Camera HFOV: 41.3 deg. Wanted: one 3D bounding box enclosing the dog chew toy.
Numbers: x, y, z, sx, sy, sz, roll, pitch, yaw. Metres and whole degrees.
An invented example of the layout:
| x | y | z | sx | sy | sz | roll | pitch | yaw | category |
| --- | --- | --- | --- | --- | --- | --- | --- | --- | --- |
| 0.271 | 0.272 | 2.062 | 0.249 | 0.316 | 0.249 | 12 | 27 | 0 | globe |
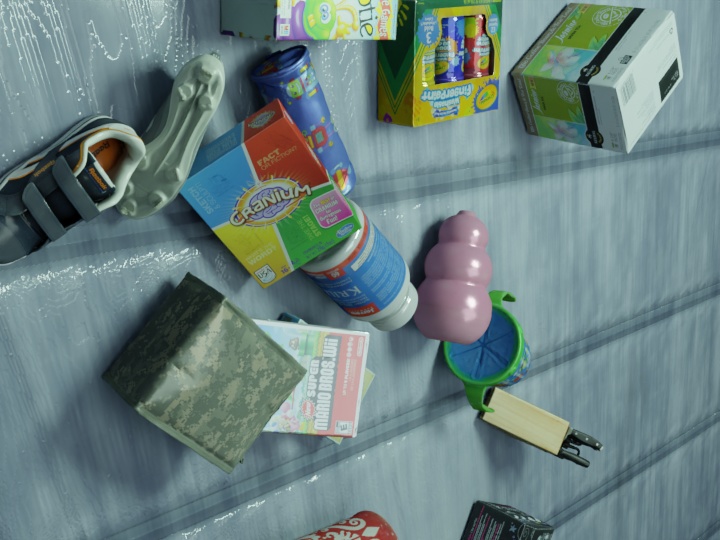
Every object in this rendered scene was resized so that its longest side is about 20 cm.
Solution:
| x | y | z | sx | sy | sz | roll | pitch | yaw | category |
| --- | --- | --- | --- | --- | --- | --- | --- | --- | --- |
| 0.149 | 0.009 | 1.468 | 0.124 | 0.123 | 0.203 | 14 | 84 | -49 | dog chew toy |

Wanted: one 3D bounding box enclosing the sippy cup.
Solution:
| x | y | z | sx | sy | sz | roll | pitch | yaw | category |
| --- | --- | --- | --- | --- | --- | --- | --- | --- | --- |
| 0.222 | 0.135 | 1.588 | 0.178 | 0.140 | 0.130 | -47 | 150 | 7 | sippy cup |

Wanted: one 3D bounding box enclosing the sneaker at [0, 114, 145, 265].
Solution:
| x | y | z | sx | sy | sz | roll | pitch | yaw | category |
| --- | --- | --- | --- | --- | --- | --- | --- | --- | --- |
| -0.302 | -0.081 | 0.963 | 0.201 | 0.079 | 0.079 | -51 | 135 | -21 | sneaker |

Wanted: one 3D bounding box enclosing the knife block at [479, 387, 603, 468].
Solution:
| x | y | z | sx | sy | sz | roll | pitch | yaw | category |
| --- | --- | --- | --- | --- | --- | --- | --- | --- | --- |
| 0.332 | 0.288 | 1.717 | 0.199 | 0.174 | 0.065 | 35 | 77 | -47 | knife block |

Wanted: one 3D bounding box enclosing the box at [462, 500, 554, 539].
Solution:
| x | y | z | sx | sy | sz | roll | pitch | yaw | category |
| --- | --- | --- | --- | --- | --- | --- | --- | --- | --- |
| 0.254 | 0.543 | 1.763 | 0.132 | 0.114 | 0.203 | 24 | 86 | -50 | box |

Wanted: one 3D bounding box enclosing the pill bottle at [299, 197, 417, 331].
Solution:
| x | y | z | sx | sy | sz | roll | pitch | yaw | category |
| --- | --- | --- | --- | --- | --- | --- | --- | --- | --- |
| 0.000 | 0.000 | 1.298 | 0.200 | 0.111 | 0.113 | 46 | 69 | -44 | pill bottle |

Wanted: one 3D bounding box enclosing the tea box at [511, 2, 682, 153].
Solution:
| x | y | z | sx | sy | sz | roll | pitch | yaw | category |
| --- | --- | --- | --- | --- | --- | --- | --- | --- | --- |
| 0.387 | -0.318 | 1.555 | 0.200 | 0.195 | 0.134 | -50 | 135 | -25 | tea box |

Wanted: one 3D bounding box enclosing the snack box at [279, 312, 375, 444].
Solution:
| x | y | z | sx | sy | sz | roll | pitch | yaw | category |
| --- | --- | --- | --- | --- | --- | --- | --- | --- | --- |
| -0.066 | 0.154 | 1.334 | 0.200 | 0.037 | 0.117 | 41 | 73 | -46 | snack box |

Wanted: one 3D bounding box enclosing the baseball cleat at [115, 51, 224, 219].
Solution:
| x | y | z | sx | sy | sz | roll | pitch | yaw | category |
| --- | --- | --- | --- | --- | --- | --- | --- | --- | --- |
| -0.202 | -0.148 | 1.056 | 0.069 | 0.107 | 0.201 | 34 | 106 | -12 | baseball cleat |

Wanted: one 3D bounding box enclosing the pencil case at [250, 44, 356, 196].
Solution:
| x | y | z | sx | sy | sz | roll | pitch | yaw | category |
| --- | --- | --- | --- | --- | --- | --- | --- | --- | --- |
| -0.069 | -0.178 | 1.187 | 0.077 | 0.087 | 0.202 | -28 | 125 | -10 | pencil case |

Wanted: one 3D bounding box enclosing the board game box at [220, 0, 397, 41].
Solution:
| x | y | z | sx | sy | sz | roll | pitch | yaw | category |
| --- | --- | --- | --- | --- | --- | --- | --- | --- | --- |
| -0.057 | -0.328 | 1.130 | 0.198 | 0.104 | 0.105 | -14 | 114 | -44 | board game box |

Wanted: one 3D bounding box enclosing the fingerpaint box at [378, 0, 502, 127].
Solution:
| x | y | z | sx | sy | sz | roll | pitch | yaw | category |
| --- | --- | --- | --- | --- | --- | --- | --- | --- | --- |
| 0.116 | -0.302 | 1.354 | 0.198 | 0.073 | 0.170 | -18 | 116 | -43 | fingerpaint box |

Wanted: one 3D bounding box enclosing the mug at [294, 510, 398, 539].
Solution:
| x | y | z | sx | sy | sz | roll | pitch | yaw | category |
| --- | --- | --- | --- | --- | --- | --- | --- | --- | --- |
| -0.052 | 0.460 | 1.387 | 0.198 | 0.132 | 0.181 | -4 | 104 | -44 | mug |

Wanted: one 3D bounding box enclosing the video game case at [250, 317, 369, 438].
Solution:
| x | y | z | sx | sy | sz | roll | pitch | yaw | category |
| --- | --- | --- | --- | --- | --- | --- | --- | --- | --- |
| -0.086 | 0.142 | 1.252 | 0.197 | 0.017 | 0.145 | 8 | 89 | -25 | video game case |

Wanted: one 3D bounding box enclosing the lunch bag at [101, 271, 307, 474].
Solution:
| x | y | z | sx | sy | sz | roll | pitch | yaw | category |
| --- | --- | --- | --- | --- | --- | --- | --- | --- | --- |
| -0.173 | 0.130 | 1.138 | 0.165 | 0.117 | 0.200 | -52 | 129 | -11 | lunch bag |

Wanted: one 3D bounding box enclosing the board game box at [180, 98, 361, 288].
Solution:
| x | y | z | sx | sy | sz | roll | pitch | yaw | category |
| --- | --- | --- | --- | --- | --- | --- | --- | --- | --- |
| -0.109 | -0.086 | 1.145 | 0.152 | 0.041 | 0.200 | -31 | 133 | 7 | board game box |
